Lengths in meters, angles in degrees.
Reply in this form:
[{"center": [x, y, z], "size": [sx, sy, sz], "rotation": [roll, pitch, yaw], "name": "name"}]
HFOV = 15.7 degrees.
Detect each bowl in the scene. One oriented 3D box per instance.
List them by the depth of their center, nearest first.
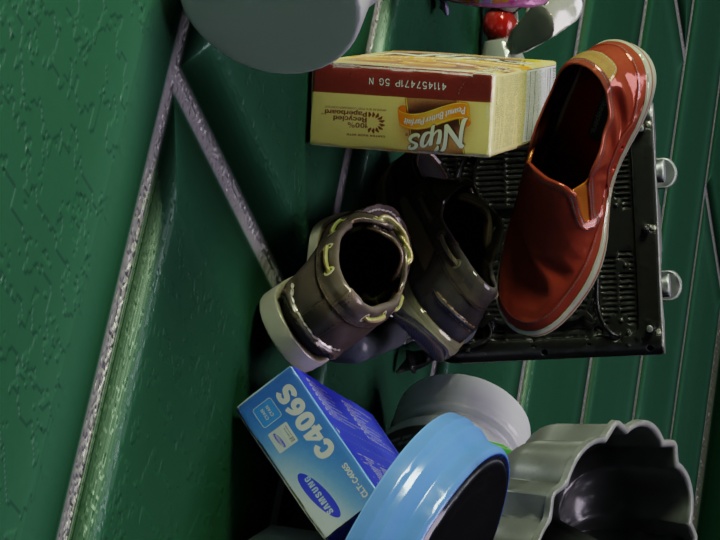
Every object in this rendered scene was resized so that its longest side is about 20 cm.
[{"center": [0.026, 0.179, 1.492], "size": [0.201, 0.039, 0.201], "rotation": [-54, 160, -30], "name": "bowl"}]

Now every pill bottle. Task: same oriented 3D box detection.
[{"center": [-0.022, -0.201, 1.348], "size": [0.200, 0.114, 0.115], "rotation": [-72, 160, -43], "name": "pill bottle"}, {"center": [0.049, 0.170, 1.738], "size": [0.200, 0.113, 0.114], "rotation": [-71, 159, -45], "name": "pill bottle"}]

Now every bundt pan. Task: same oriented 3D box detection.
[{"center": [0.130, 0.188, 1.647], "size": [0.202, 0.076, 0.203], "rotation": [-13, 106, -51], "name": "bundt pan"}]

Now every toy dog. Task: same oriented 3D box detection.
[{"center": [0.142, -0.225, 2.015], "size": [0.132, 0.096, 0.201], "rotation": [-63, 153, -56], "name": "toy dog"}]

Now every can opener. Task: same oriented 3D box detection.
[{"center": [0.031, 0.029, 1.716], "size": [0.200, 0.067, 0.054], "rotation": [-17, 110, -75], "name": "can opener"}]

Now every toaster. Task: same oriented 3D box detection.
[{"center": [0.128, -0.022, 1.873], "size": [0.119, 0.199, 0.182], "rotation": [4, 83, -78], "name": "toaster"}]

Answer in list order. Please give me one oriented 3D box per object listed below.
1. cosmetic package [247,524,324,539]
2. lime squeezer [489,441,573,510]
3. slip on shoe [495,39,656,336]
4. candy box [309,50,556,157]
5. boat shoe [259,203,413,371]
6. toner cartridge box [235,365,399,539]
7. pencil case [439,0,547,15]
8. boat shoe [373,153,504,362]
[{"center": [-0.062, 0.200, 1.439], "size": [0.200, 0.050, 0.083], "rotation": [-18, 116, -74], "name": "cosmetic package"}, {"center": [0.102, 0.145, 1.702], "size": [0.071, 0.038, 0.200], "rotation": [-51, 131, -18], "name": "lime squeezer"}, {"center": [0.126, -0.052, 1.651], "size": [0.061, 0.074, 0.201], "rotation": [-7, 122, -52], "name": "slip on shoe"}, {"center": [0.049, -0.107, 1.651], "size": [0.200, 0.115, 0.056], "rotation": [-26, 120, -73], "name": "candy box"}, {"center": [0.000, 0.000, 1.563], "size": [0.072, 0.059, 0.200], "rotation": [55, 24, -4], "name": "boat shoe"}, {"center": [-0.007, 0.120, 1.550], "size": [0.095, 0.043, 0.200], "rotation": [53, 4, 17], "name": "toner cartridge box"}, {"center": [0.095, -0.284, 1.851], "size": [0.087, 0.087, 0.201], "rotation": [-53, 145, -65], "name": "pencil case"}, {"center": [0.060, -0.020, 1.699], "size": [0.074, 0.073, 0.200], "rotation": [42, 23, -29], "name": "boat shoe"}]
